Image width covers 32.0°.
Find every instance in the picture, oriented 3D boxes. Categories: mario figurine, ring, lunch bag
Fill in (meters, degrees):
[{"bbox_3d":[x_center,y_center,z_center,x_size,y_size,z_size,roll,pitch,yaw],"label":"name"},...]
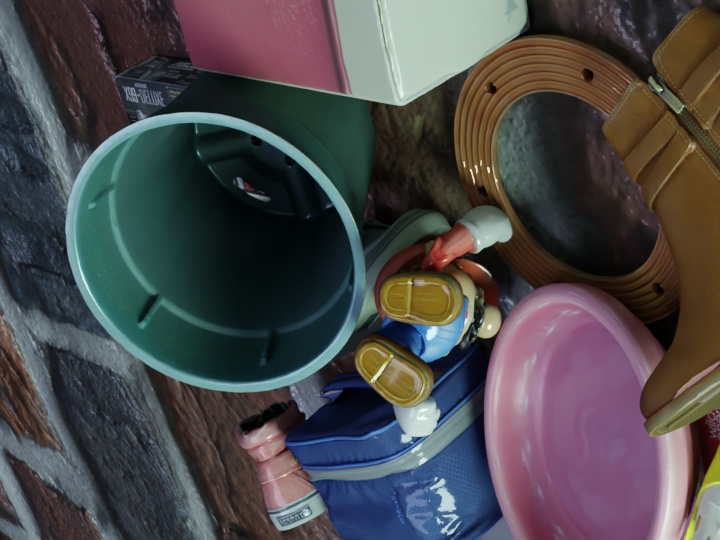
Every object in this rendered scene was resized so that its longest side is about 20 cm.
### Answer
[{"bbox_3d":[0.061,0.030,0.824,0.123,0.200,0.107,-33,91,14],"label":"mario figurine"},{"bbox_3d":[0.139,-0.056,0.798,0.199,0.019,0.202,34,142,32],"label":"ring"},{"bbox_3d":[0.034,0.135,0.993,0.199,0.135,0.134,-18,104,57],"label":"lunch bag"}]

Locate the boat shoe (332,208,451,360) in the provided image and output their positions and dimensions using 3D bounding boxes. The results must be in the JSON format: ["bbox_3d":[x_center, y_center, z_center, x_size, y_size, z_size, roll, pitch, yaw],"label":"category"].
[{"bbox_3d":[0.000,0.000,0.976,0.072,0.069,0.201,59,143,16],"label":"boat shoe"}]

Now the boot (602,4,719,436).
[{"bbox_3d":[0.181,-0.026,0.674,0.155,0.073,0.201,46,109,25],"label":"boot"}]

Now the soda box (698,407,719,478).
[{"bbox_3d":[0.253,0.117,0.763,0.069,0.063,0.202,16,131,44],"label":"soda box"}]

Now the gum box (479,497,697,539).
[{"bbox_3d":[0.170,0.206,0.942,0.199,0.066,0.114,-22,100,56],"label":"gum box"}]

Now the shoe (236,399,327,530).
[{"bbox_3d":[-0.054,0.156,1.119,0.200,0.071,0.092,-37,-77,-80],"label":"shoe"}]

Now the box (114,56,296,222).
[{"bbox_3d":[-0.114,-0.093,1.063,0.198,0.050,0.160,15,129,45],"label":"box"}]

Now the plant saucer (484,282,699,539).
[{"bbox_3d":[0.150,0.109,0.809,0.200,0.050,0.204,18,110,63],"label":"plant saucer"}]

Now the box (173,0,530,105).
[{"bbox_3d":[-0.014,-0.187,0.779,0.198,0.127,0.110,17,130,43],"label":"box"}]

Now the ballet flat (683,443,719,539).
[{"bbox_3d":[0.216,0.169,0.735,0.066,0.067,0.202,32,140,27],"label":"ballet flat"}]

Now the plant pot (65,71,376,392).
[{"bbox_3d":[-0.076,-0.056,0.872,0.197,0.197,0.203,5,122,9],"label":"plant pot"}]
